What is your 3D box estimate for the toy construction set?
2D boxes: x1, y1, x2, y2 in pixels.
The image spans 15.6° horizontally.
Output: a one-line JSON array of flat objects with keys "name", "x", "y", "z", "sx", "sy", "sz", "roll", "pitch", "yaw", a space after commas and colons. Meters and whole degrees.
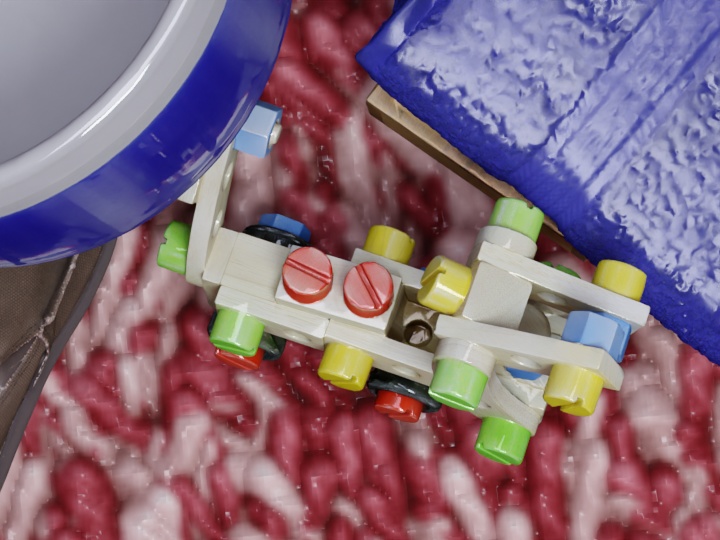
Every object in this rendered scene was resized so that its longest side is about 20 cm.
[{"name": "toy construction set", "x": 0.000, "y": 0.000, "z": 0.914, "sx": 0.200, "sy": 0.131, "sz": 0.092, "roll": 33, "pitch": 78, "yaw": 8}]

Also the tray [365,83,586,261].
[{"name": "tray", "x": 0.099, "y": -0.114, "z": 0.969, "sx": 0.099, "sy": 0.037, "sz": 0.200, "roll": 35, "pitch": 88, "yaw": 6}]

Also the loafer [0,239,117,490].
[{"name": "loafer", "x": -0.137, "y": 0.011, "z": 0.952, "sx": 0.073, "sy": 0.071, "sz": 0.201, "roll": 15, "pitch": 85, "yaw": 5}]

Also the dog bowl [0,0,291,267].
[{"name": "dog bowl", "x": -0.125, "y": -0.104, "z": 0.864, "sx": 0.200, "sy": 0.079, "sz": 0.201, "roll": -5, "pitch": 73, "yaw": 17}]

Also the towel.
[{"name": "towel", "x": 0.114, "y": -0.070, "z": 0.925, "sx": 0.200, "sy": 0.050, "sz": 0.148, "roll": 40, "pitch": 94, "yaw": -9}]
